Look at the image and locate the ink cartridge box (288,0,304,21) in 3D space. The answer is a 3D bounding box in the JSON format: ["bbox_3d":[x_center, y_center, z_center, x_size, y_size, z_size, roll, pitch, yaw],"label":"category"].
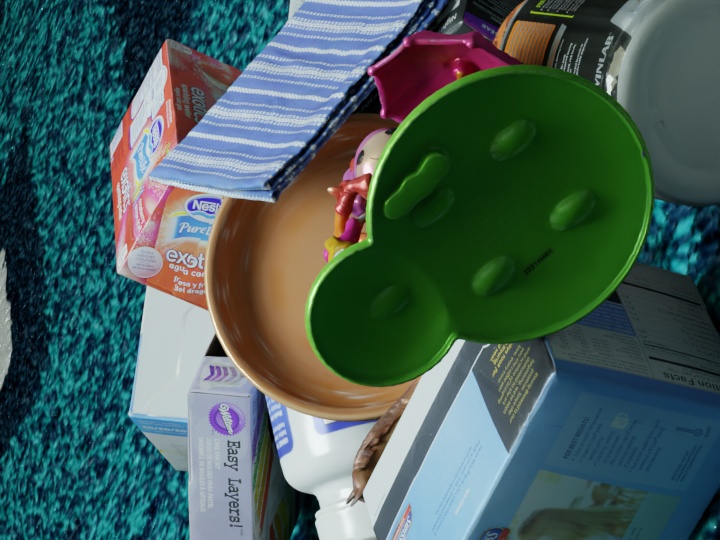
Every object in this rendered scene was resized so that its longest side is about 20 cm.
[{"bbox_3d":[-0.026,-0.229,1.965,0.200,0.040,0.201,-79,-6,-65],"label":"ink cartridge box"}]

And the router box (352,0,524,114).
[{"bbox_3d":[0.039,-0.144,1.781,0.200,0.051,0.150,-44,22,40],"label":"router box"}]

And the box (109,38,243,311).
[{"bbox_3d":[-0.114,-0.067,1.856,0.100,0.095,0.200,-59,20,23],"label":"box"}]

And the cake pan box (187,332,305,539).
[{"bbox_3d":[-0.079,0.122,1.853,0.184,0.052,0.201,-72,-17,-63],"label":"cake pan box"}]

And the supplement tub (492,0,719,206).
[{"bbox_3d":[0.152,-0.106,1.465,0.200,0.122,0.123,-155,79,-68],"label":"supplement tub"}]

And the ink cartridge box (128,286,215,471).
[{"bbox_3d":[-0.114,0.085,1.976,0.200,0.067,0.116,64,-149,-69],"label":"ink cartridge box"}]

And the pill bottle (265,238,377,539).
[{"bbox_3d":[-0.007,0.083,1.738,0.112,0.111,0.201,-34,66,60],"label":"pill bottle"}]

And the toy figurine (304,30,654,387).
[{"bbox_3d":[0.041,-0.050,1.399,0.200,0.150,0.184,-41,25,8],"label":"toy figurine"}]

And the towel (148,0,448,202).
[{"bbox_3d":[-0.039,-0.126,1.709,0.200,0.024,0.144,-50,31,-20],"label":"towel"}]

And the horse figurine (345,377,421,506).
[{"bbox_3d":[0.078,0.057,1.548,0.050,0.132,0.201,-120,47,-62],"label":"horse figurine"}]

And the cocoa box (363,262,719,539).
[{"bbox_3d":[0.106,0.104,1.448,0.132,0.133,0.201,-109,38,-52],"label":"cocoa box"}]

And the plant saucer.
[{"bbox_3d":[0.000,0.000,1.673,0.037,0.199,0.201,53,-138,-71],"label":"plant saucer"}]
